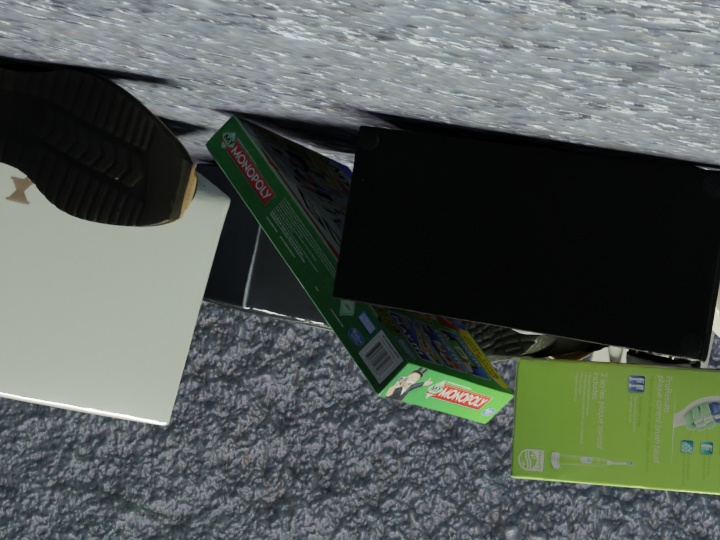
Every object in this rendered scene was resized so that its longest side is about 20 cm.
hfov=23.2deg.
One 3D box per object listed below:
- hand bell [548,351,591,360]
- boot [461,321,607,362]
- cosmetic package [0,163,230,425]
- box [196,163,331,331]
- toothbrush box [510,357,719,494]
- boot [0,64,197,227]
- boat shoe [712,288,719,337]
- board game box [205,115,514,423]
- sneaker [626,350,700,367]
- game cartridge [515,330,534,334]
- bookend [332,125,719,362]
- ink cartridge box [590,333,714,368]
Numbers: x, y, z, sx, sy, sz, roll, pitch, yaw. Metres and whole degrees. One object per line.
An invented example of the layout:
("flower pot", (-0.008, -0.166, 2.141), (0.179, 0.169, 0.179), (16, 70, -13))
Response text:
("hand bell", (0.116, -0.006, 1.459), (0.103, 0.105, 0.199), (13, -171, -42))
("boot", (0.134, 0.040, 1.284), (0.129, 0.069, 0.199), (1, 179, -27))
("cosmetic package", (-0.211, -0.012, 1.233), (0.166, 0.168, 0.200), (13, -170, -22))
("box", (-0.026, -0.011, 1.425), (0.198, 0.119, 0.196), (14, 178, -22))
("toothbrush box", (0.218, 0.110, 1.220), (0.198, 0.087, 0.145), (4, 176, 22))
("boot", (-0.145, -0.077, 1.038), (0.199, 0.078, 0.138), (26, -170, 30))
("boat shoe", (0.233, 0.007, 1.098), (0.092, 0.075, 0.200), (32, 180, 38))
("board game box", (0.000, 0.000, 1.049), (0.201, 0.029, 0.134), (54, -162, 28))
("sneaker", (0.233, 0.032, 1.339), (0.070, 0.100, 0.200), (13, 178, 22))
("game cartridge", (0.118, -0.001, 1.160), (0.132, 0.041, 0.200), (7, -165, -21))
("bookend", (0.117, -0.008, 0.951), (0.198, 0.093, 0.198), (9, 179, 24))
("ink cartridge box", (0.260, 0.069, 1.545), (0.084, 0.147, 0.200), (12, 179, 18))
